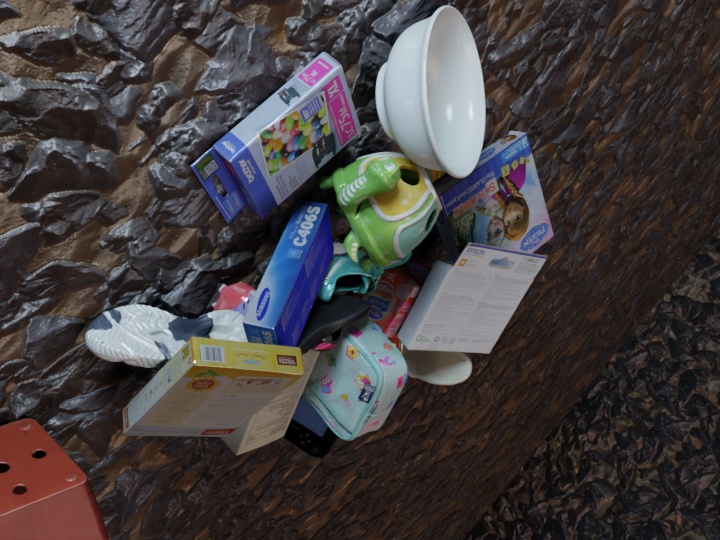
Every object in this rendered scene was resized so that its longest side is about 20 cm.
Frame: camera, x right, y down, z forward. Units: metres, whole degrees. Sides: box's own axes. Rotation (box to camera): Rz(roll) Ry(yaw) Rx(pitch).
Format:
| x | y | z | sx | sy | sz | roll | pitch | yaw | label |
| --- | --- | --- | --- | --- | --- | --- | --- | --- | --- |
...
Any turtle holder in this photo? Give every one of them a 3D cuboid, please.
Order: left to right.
| x | y | z | sx | sy | sz | roll | pitch | yaw | label |
| --- | --- | --- | --- | --- | --- | --- | --- | --- | --- |
| 0.026 | -0.095 | 1.039 | 0.131 | 0.142 | 0.186 | -25 | 136 | 7 | turtle holder |

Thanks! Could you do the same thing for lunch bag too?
| x | y | z | sx | sy | sz | roll | pitch | yaw | label |
| --- | --- | --- | --- | --- | --- | --- | --- | --- | --- |
| -0.030 | 0.143 | 1.196 | 0.077 | 0.200 | 0.161 | -8 | 135 | -47 | lunch bag |

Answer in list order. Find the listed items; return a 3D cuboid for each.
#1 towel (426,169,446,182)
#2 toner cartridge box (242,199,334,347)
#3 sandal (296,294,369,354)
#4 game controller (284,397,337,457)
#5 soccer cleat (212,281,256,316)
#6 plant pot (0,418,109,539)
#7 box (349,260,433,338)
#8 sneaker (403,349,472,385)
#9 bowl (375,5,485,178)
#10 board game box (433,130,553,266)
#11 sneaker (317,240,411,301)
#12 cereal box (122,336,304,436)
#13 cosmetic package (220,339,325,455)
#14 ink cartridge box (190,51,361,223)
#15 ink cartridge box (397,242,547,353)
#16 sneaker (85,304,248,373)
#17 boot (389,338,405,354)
| x | y | z | sx | sy | sz | roll | pitch | yaw | label |
| --- | --- | --- | --- | --- | --- | --- | --- | --- | --- |
| 0.064 | -0.122 | 1.194 | 0.200 | 0.018 | 0.086 | -39 | 149 | -17 | towel |
| -0.086 | 0.016 | 1.023 | 0.095 | 0.043 | 0.201 | 82 | 22 | -50 | toner cartridge box |
| -0.065 | 0.086 | 1.097 | 0.199 | 0.075 | 0.045 | -31 | 127 | -42 | sandal |
| -0.064 | 0.214 | 1.341 | 0.201 | 0.104 | 0.042 | -62 | -179 | 23 | game controller |
| -0.177 | 0.108 | 1.077 | 0.066 | 0.076 | 0.201 | -7 | 130 | -48 | soccer cleat |
| -0.394 | 0.284 | 0.893 | 0.199 | 0.199 | 0.178 | -14 | 124 | -46 | plant pot |
| 0.078 | 0.046 | 1.336 | 0.199 | 0.095 | 0.100 | 9 | 117 | -58 | box |
| 0.106 | 0.156 | 1.438 | 0.084 | 0.198 | 0.076 | 6 | 91 | -66 | sneaker |
| 0.079 | -0.210 | 0.991 | 0.201 | 0.090 | 0.203 | 6 | 84 | -61 | bowl |
| 0.216 | -0.091 | 1.330 | 0.199 | 0.041 | 0.201 | -36 | 121 | -22 | board game box |
| 0.000 | 0.000 | 1.178 | 0.199 | 0.080 | 0.078 | -17 | 147 | -38 | sneaker |
| -0.177 | 0.144 | 0.964 | 0.143 | 0.040 | 0.200 | 10 | 144 | -37 | cereal box |
| -0.139 | 0.155 | 1.176 | 0.103 | 0.087 | 0.201 | -12 | 134 | -49 | cosmetic package |
| -0.090 | -0.142 | 0.936 | 0.200 | 0.042 | 0.120 | -41 | 150 | -11 | ink cartridge box |
| 0.177 | 0.040 | 1.281 | 0.198 | 0.041 | 0.201 | 8 | 120 | -41 | ink cartridge box |
| -0.240 | 0.107 | 0.985 | 0.198 | 0.080 | 0.130 | -4 | 143 | -37 | sneaker |
| -0.006 | 0.165 | 1.381 | 0.107 | 0.075 | 0.200 | 10 | 125 | -50 | boot |
